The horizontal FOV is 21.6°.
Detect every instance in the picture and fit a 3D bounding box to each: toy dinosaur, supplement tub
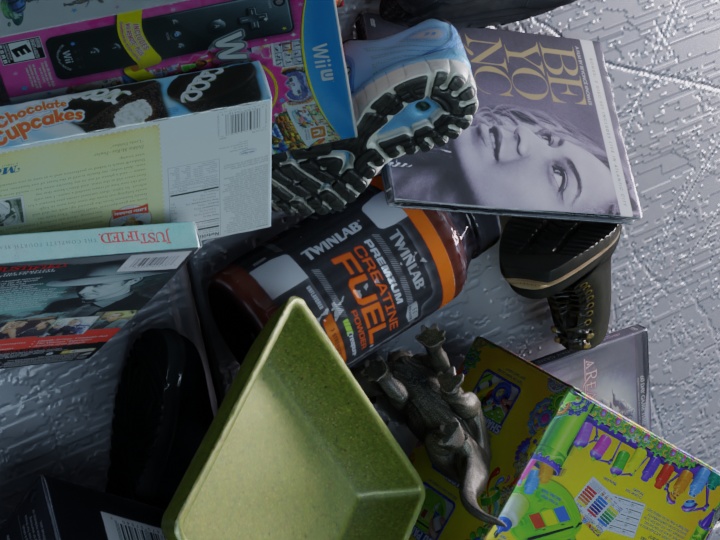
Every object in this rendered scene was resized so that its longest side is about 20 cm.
[{"bbox_3d":[0.058,0.103,1.320,0.077,0.200,0.102,-43,147,-9],"label":"toy dinosaur"},{"bbox_3d":[0.000,0.000,1.320,0.200,0.107,0.107,-33,121,-19],"label":"supplement tub"}]

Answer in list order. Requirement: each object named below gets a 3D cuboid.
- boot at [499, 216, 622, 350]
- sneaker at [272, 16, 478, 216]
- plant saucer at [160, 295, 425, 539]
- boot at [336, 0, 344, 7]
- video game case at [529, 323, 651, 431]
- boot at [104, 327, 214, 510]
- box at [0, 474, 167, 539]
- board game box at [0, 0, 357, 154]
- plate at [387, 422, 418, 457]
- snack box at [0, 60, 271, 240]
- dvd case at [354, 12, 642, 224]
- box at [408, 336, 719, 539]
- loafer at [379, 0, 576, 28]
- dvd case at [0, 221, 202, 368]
[{"bbox_3d":[0.156,0.017,1.399,0.200,0.077,0.138,-39,135,-56],"label":"boot"},{"bbox_3d":[-0.008,-0.105,1.260,0.200,0.090,0.078,-22,133,26],"label":"sneaker"},{"bbox_3d":[-0.049,0.154,1.216,0.200,0.048,0.200,58,41,-33],"label":"plant saucer"},{"bbox_3d":[-0.023,-0.198,1.259,0.107,0.075,0.200,14,99,-40],"label":"boot"},{"bbox_3d":[0.145,0.135,1.477,0.200,0.019,0.143,-17,115,-26],"label":"video game case"},{"bbox_3d":[-0.088,0.130,1.327,0.168,0.076,0.200,0,114,-28],"label":"boot"},{"bbox_3d":[-0.191,0.253,1.250,0.148,0.104,0.200,21,117,-33],"label":"box"},{"bbox_3d":[-0.111,-0.129,1.137,0.200,0.064,0.148,-13,142,-2],"label":"board game box"},{"bbox_3d":[0.108,0.195,1.504,0.199,0.032,0.200,-9,111,-29],"label":"plate"},{"bbox_3d":[-0.152,-0.056,1.120,0.200,0.037,0.116,-11,142,-13],"label":"snack box"},{"bbox_3d":[0.098,-0.106,1.329,0.200,0.016,0.149,4,63,-27],"label":"dvd case"},{"bbox_3d":[0.139,0.186,1.404,0.200,0.122,0.193,31,89,-36],"label":"box"},{"bbox_3d":[0.095,-0.207,1.336,0.200,0.070,0.068,-14,76,-41],"label":"loafer"},{"bbox_3d":[-0.201,0.021,1.164,0.146,0.200,0.022,-5,72,-30],"label":"dvd case"}]
